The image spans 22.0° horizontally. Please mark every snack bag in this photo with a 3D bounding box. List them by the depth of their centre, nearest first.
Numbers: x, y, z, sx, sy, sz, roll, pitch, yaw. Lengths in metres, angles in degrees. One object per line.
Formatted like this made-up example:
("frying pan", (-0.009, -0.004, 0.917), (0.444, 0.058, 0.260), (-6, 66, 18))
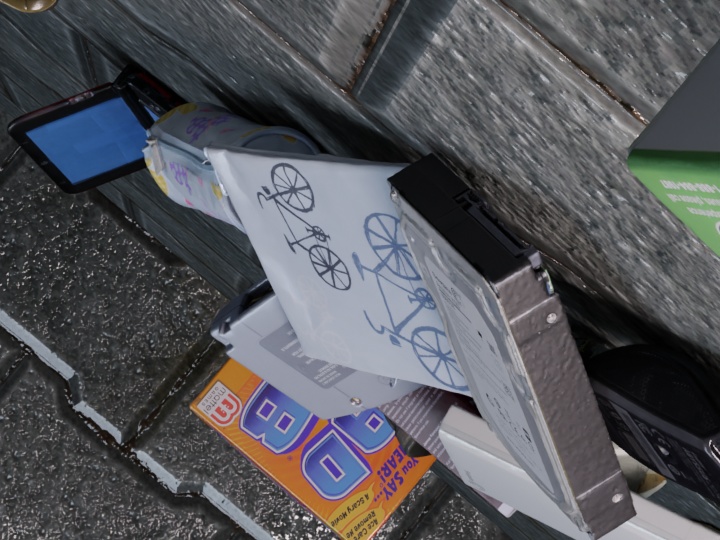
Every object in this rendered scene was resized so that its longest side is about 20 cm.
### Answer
("snack bag", (0.000, 0.000, 1.196), (0.199, 0.021, 0.189), (9, 134, 45))

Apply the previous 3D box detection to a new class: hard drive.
("hard drive", (0.085, 0.045, 1.053), (0.140, 0.038, 0.201), (48, 164, 53))
("hard drive", (0.154, 0.163, 1.272), (0.199, 0.027, 0.132), (25, 165, 21))

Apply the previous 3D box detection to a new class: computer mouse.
("computer mouse", (0.197, 0.092, 1.006), (0.200, 0.053, 0.139), (31, 164, 48))

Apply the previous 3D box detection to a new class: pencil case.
("pencil case", (-0.095, -0.077, 1.376), (0.090, 0.083, 0.200), (31, 177, -26))

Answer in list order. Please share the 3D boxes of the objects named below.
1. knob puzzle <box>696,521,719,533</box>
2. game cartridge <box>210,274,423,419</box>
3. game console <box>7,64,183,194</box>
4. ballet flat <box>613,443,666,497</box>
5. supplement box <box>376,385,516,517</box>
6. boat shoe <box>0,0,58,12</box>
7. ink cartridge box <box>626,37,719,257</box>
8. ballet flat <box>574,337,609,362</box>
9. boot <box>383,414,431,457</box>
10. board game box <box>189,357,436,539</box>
("knob puzzle", (0.338, 0.275, 1.528), (0.219, 0.030, 0.220), (40, 174, 5))
("game cartridge", (0.000, 0.035, 1.310), (0.133, 0.041, 0.200), (39, 135, -19))
("game console", (-0.199, -0.093, 1.690), (0.172, 0.119, 0.200), (38, 174, 16))
("ballet flat", (0.192, 0.140, 1.321), (0.200, 0.063, 0.068), (62, -159, -71))
("supplement box", (0.069, 0.084, 1.419), (0.200, 0.061, 0.109), (39, -148, 6))
("boat shoe", (-0.318, -0.263, 1.439), (0.200, 0.072, 0.066), (36, 168, -2))
("ink cartridge box", (0.181, 0.011, 0.437), (0.200, 0.084, 0.145), (42, 173, -15))
("ballet flat", (0.120, 0.076, 1.234), (0.074, 0.074, 0.200), (40, 170, -4))
("boot", (0.047, 0.065, 1.530), (0.200, 0.069, 0.174), (0, -133, -55))
("board game box", (-0.014, 0.121, 1.715), (0.200, 0.200, 0.200), (39, 173, 5))
